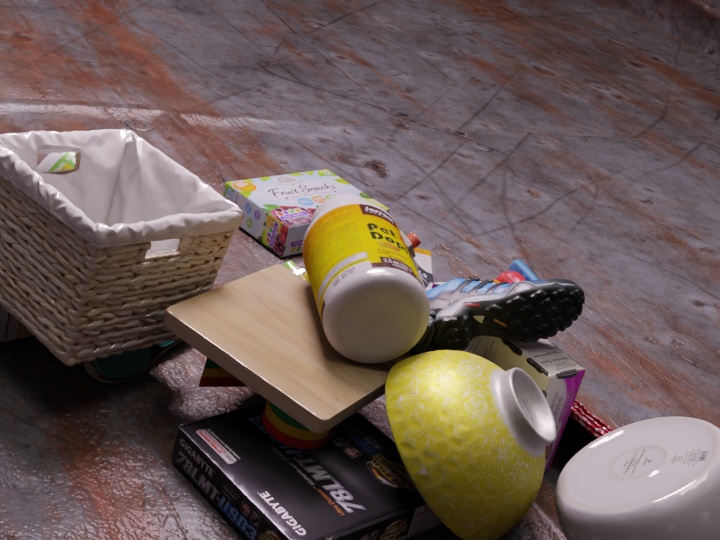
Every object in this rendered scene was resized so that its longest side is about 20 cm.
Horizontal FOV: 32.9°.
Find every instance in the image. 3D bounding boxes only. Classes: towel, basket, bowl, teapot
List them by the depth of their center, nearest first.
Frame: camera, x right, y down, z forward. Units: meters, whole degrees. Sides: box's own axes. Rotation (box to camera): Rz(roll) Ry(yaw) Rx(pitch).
[{"bbox_3d":[0.293,0.244,1.183,0.200,0.146,0.197,-27,16,-11],"label":"teapot"},{"bbox_3d":[0.125,0.153,1.188,0.200,0.108,0.200,44,27,-29],"label":"bowl"},{"bbox_3d":[-0.268,-0.032,1.238,0.200,0.161,0.198,36,27,28],"label":"basket"},{"bbox_3d":[0.249,0.159,1.384,0.200,0.023,0.145,41,2,41],"label":"towel"}]

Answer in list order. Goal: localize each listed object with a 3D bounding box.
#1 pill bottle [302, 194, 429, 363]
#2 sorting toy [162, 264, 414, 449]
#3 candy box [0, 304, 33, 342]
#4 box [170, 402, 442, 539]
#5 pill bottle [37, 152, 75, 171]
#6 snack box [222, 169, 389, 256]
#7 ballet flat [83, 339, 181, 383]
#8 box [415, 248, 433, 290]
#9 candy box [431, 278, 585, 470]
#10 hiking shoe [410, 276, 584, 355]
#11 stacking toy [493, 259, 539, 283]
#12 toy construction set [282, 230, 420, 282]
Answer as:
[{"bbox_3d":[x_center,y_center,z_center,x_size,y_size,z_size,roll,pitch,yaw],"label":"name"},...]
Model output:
[{"bbox_3d":[0.000,0.000,1.268,0.109,0.110,0.200,7,29,-17],"label":"pill bottle"},{"bbox_3d":[-0.073,0.093,1.240,0.200,0.070,0.199,33,28,20],"label":"sorting toy"},{"bbox_3d":[-0.394,0.024,1.329,0.200,0.057,0.117,-10,35,-44],"label":"candy box"},{"bbox_3d":[-0.048,0.200,1.182,0.198,0.050,0.200,-8,34,-42],"label":"box"},{"bbox_3d":[-0.292,-0.056,1.428,0.200,0.111,0.111,42,26,-5],"label":"pill bottle"},{"bbox_3d":[-0.079,-0.086,1.736,0.200,0.053,0.142,-12,36,-45],"label":"snack box"},{"bbox_3d":[-0.248,0.075,1.323,0.062,0.068,0.200,-3,11,29],"label":"ballet flat"},{"bbox_3d":[0.036,0.019,1.607,0.119,0.042,0.200,13,28,-5],"label":"box"},{"bbox_3d":[0.145,0.116,1.357,0.061,0.137,0.200,-7,34,-37],"label":"candy box"},{"bbox_3d":[0.137,0.031,1.288,0.199,0.075,0.087,-9,39,-10],"label":"hiking shoe"},{"bbox_3d":[0.126,0.054,1.505,0.199,0.116,0.110,2,29,-21],"label":"stacking toy"},{"bbox_3d":[-0.018,0.008,1.457,0.200,0.131,0.092,-27,59,4],"label":"toy construction set"}]
